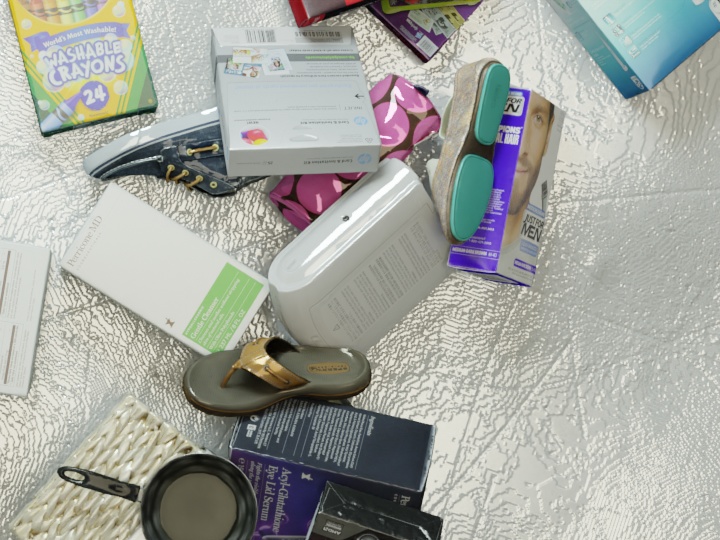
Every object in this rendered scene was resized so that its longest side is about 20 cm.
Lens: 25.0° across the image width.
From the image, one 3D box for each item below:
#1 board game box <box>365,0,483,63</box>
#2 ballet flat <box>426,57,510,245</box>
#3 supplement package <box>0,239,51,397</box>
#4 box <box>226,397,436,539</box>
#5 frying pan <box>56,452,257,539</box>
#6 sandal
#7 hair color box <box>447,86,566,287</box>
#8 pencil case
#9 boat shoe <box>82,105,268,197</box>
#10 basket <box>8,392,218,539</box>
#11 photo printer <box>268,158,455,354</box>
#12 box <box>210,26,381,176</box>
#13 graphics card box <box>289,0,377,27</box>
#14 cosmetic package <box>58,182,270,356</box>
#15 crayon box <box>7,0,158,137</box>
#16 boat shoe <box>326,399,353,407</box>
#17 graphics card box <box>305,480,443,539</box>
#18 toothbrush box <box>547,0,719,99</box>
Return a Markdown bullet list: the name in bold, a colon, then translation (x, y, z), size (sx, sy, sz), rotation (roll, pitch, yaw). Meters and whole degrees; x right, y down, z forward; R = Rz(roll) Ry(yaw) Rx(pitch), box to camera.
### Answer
- **board game box**: translation (0.040, -0.338, 1.785), size (0.200, 0.032, 0.120), rotation (43, 85, -6)
- **ballet flat**: translation (0.106, -0.124, 1.695), size (0.068, 0.067, 0.200), rotation (24, 78, -45)
- **supplement package**: translation (-0.420, 0.037, 1.627), size (0.200, 0.152, 0.151), rotation (9, 87, -10)
- **box**: translation (-0.035, 0.222, 1.665), size (0.200, 0.104, 0.148), rotation (12, 126, 4)
- **frying pan**: translation (-0.195, 0.239, 1.585), size (0.190, 0.031, 0.115), rotation (-5, 84, -4)
- **sandal**: translation (-0.082, 0.099, 1.642), size (0.200, 0.055, 0.082), rotation (-2, 45, -15)
- **hair color box**: translation (0.159, -0.090, 1.752), size (0.065, 0.109, 0.200), rotation (8, 85, 28)
- **pencil case**: translation (0.000, -0.117, 1.737), size (0.094, 0.091, 0.200), rotation (43, 85, 14)
- **boat shoe**: translation (-0.186, -0.112, 1.714), size (0.200, 0.071, 0.091), rotation (-20, 88, -12)
- **basket**: translation (-0.251, 0.230, 1.663), size (0.123, 0.136, 0.200), rotation (43, 81, -2)
- **photo printer**: translation (0.000, 0.000, 1.707), size (0.200, 0.069, 0.166), rotation (-43, 140, -8)
- **box**: translation (-0.070, -0.179, 1.691), size (0.156, 0.041, 0.200), rotation (-3, 44, -11)
- **graphics card box**: translation (0.009, -0.351, 1.733), size (0.200, 0.051, 0.126), rotation (-20, 91, -12)
- **cosmetic package**: translation (-0.204, 0.004, 1.702), size (0.200, 0.085, 0.108), rotation (31, 86, -9)
- **crayon box**: translation (-0.298, -0.253, 1.709), size (0.125, 0.052, 0.200), rotation (-14, 90, -10)
- **boat shoe**: translation (-0.021, 0.174, 1.737), size (0.073, 0.065, 0.200), rotation (-23, 113, 23)
- **graphics card box**: translation (-0.004, 0.310, 1.625), size (0.125, 0.051, 0.200), rotation (19, 126, -1)
- **toothbrush box**: translation (0.298, -0.314, 1.801), size (0.146, 0.085, 0.200), rotation (-41, 96, -8)
